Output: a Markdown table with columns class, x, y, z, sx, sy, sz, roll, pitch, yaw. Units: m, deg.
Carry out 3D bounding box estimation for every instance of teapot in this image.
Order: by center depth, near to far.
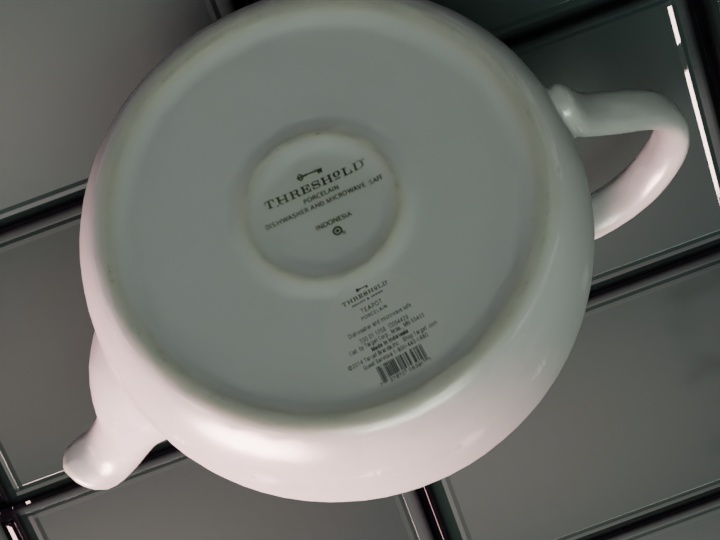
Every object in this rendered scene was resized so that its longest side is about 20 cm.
| class | x | y | z | sx | sy | sz | roll | pitch | yaw |
| --- | --- | --- | --- | --- | --- | --- | --- | --- | --- |
| teapot | 0.000 | 0.000 | 0.915 | 0.199 | 0.198 | 0.146 | 15 | 163 | 15 |
